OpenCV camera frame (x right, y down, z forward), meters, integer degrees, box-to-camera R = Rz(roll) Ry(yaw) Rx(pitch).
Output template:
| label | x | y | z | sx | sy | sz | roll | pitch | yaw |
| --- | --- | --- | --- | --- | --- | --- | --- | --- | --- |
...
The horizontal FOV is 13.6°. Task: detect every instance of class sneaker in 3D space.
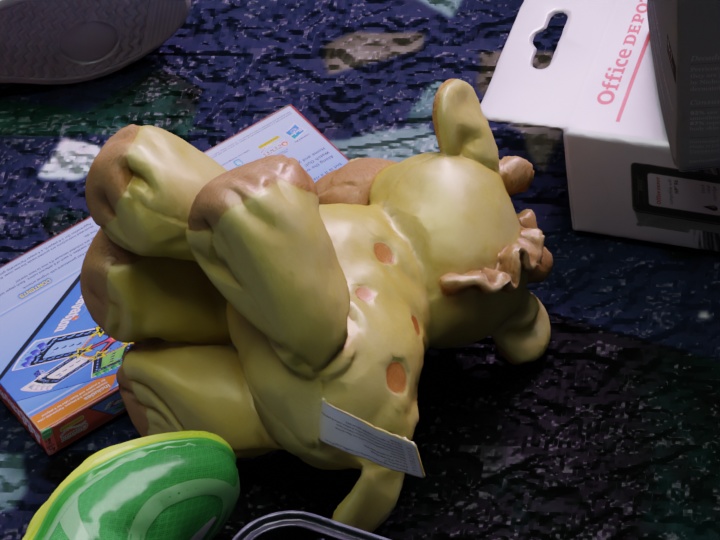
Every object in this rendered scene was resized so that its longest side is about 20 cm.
| label | x | y | z | sx | sy | sz | roll | pitch | yaw |
| --- | --- | --- | --- | --- | --- | --- | --- | --- | --- |
| sneaker | -0.186 | -0.151 | 1.501 | 0.199 | 0.074 | 0.119 | -10 | 52 | 3 |
| sneaker | -0.118 | 0.146 | 1.212 | 0.200 | 0.074 | 0.083 | -41 | 50 | -15 |

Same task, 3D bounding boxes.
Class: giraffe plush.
| label | x | y | z | sx | sy | sz | roll | pitch | yaw |
| --- | --- | --- | --- | --- | --- | --- | --- | --- | --- |
| giraffe plush | 0.000 | 0.000 | 1.282 | 0.199 | 0.173 | 0.162 | 32 | 49 | 26 |

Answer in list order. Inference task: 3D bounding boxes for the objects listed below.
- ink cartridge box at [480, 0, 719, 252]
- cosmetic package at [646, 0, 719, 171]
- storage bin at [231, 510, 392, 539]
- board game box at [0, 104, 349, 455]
| label | x | y | z | sx | sy | sz | roll | pitch | yaw |
| --- | --- | --- | --- | --- | --- | --- | --- | --- | --- |
| ink cartridge box | 0.165 | -0.072 | 1.372 | 0.199 | 0.068 | 0.116 | 10 | 49 | 18 |
| cosmetic package | 0.164 | -0.149 | 1.258 | 0.090 | 0.201 | 0.107 | -7 | 46 | 3 |
| storage bin | -0.018 | 0.204 | 1.122 | 0.134 | 0.094 | 0.200 | 15 | 52 | 23 |
| board game box | -0.085 | 0.001 | 1.380 | 0.199 | 0.020 | 0.103 | -30 | 47 | -18 |
